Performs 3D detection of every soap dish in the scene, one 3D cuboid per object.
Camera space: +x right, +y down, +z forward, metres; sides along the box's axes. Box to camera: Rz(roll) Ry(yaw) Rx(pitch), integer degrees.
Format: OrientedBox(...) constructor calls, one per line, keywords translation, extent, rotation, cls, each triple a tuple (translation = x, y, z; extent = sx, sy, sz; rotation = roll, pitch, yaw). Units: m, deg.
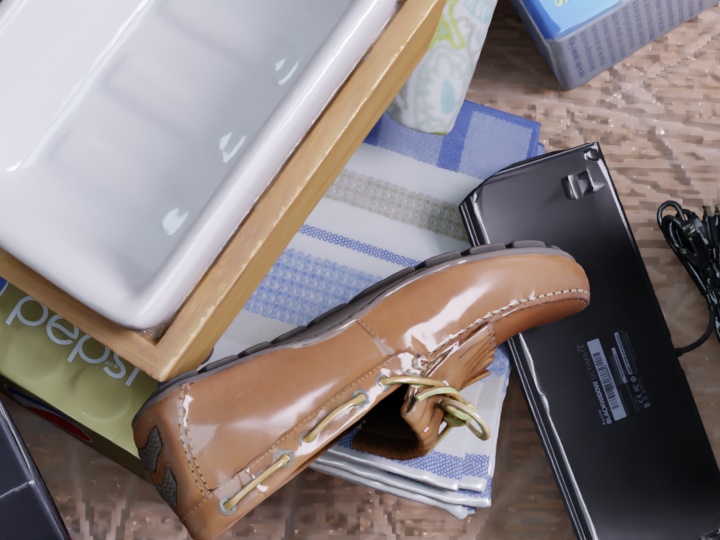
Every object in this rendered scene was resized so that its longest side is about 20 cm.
OrientedBox(translation=(-0.076, -0.068, 1.111), extent=(0.157, 0.081, 0.200), rotation=(31, 79, 24), cls="soap dish")

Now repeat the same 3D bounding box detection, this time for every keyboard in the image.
OrientedBox(translation=(0.121, 0.041, 1.182), extent=(0.127, 0.021, 0.201), rotation=(-18, 87, -28), cls="keyboard")

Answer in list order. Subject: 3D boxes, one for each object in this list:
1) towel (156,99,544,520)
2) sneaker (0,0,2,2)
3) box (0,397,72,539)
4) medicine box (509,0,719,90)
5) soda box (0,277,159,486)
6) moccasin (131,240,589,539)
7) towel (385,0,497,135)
OrientedBox(translation=(0.000, 0.000, 1.169), extent=(0.146, 0.024, 0.201), rotation=(17, 56, -7), cls="towel")
OrientedBox(translation=(-0.172, -0.136, 1.205), extent=(0.077, 0.085, 0.200), rotation=(35, 79, 6), cls="sneaker")
OrientedBox(translation=(-0.220, 0.127, 1.111), extent=(0.199, 0.123, 0.106), rotation=(-27, 51, -7), cls="box")
OrientedBox(translation=(0.127, -0.213, 1.205), extent=(0.199, 0.103, 0.183), rotation=(-31, 79, 3), cls="medicine box")
OrientedBox(translation=(-0.142, 0.019, 1.181), extent=(0.199, 0.064, 0.068), rotation=(31, 77, 5), cls="soda box")
OrientedBox(translation=(0.010, 0.048, 1.086), extent=(0.201, 0.074, 0.078), rotation=(-24, 77, -31), cls="moccasin")
OrientedBox(translation=(-0.017, -0.175, 1.171), extent=(0.199, 0.048, 0.172), rotation=(29, 118, 26), cls="towel")
